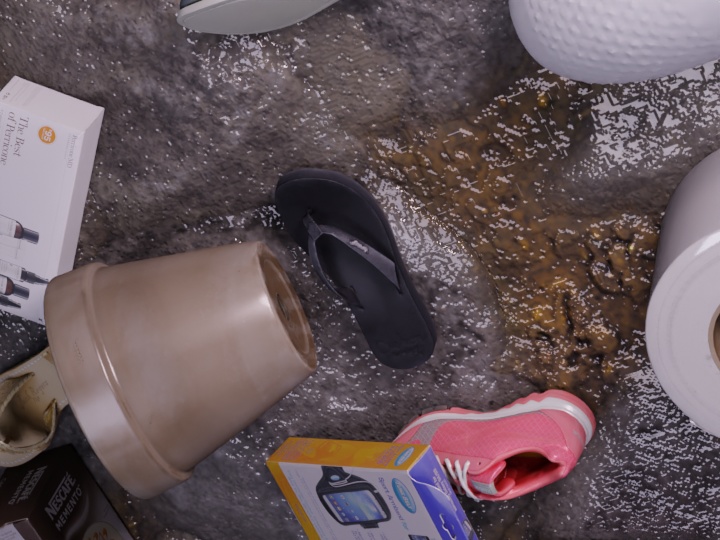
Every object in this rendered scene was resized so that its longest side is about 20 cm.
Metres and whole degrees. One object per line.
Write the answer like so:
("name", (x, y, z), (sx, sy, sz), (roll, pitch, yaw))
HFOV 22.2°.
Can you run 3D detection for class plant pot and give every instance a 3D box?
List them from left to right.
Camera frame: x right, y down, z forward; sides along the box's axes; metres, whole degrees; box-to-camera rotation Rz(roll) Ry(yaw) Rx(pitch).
("plant pot", (-0.137, 0.062, 1.498), (0.173, 0.200, 0.201), (-24, 113, 9))

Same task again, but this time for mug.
("mug", (0.187, -0.229, 1.258), (0.175, 0.147, 0.201), (-20, 83, 43))

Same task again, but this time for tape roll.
("tape roll", (0.317, 0.016, 1.363), (0.202, 0.139, 0.204), (6, 121, 10))

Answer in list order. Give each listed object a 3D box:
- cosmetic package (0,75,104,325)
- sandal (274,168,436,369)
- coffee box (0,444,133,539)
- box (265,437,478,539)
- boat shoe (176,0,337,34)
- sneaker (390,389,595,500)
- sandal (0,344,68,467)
("cosmetic package", (-0.275, -0.055, 1.530), (0.082, 0.051, 0.201), (18, 123, 2))
("sandal", (0.001, 0.000, 1.494), (0.076, 0.043, 0.200), (-25, 111, 26))
("coffee box", (-0.267, 0.280, 1.693), (0.079, 0.115, 0.201), (-19, 115, 25))
("box", (0.020, 0.203, 1.570), (0.199, 0.041, 0.119), (-3, 123, 44))
("boat shoe", (-0.053, -0.229, 1.373), (0.199, 0.073, 0.062), (-15, 73, 30))
("sneaker", (0.097, 0.158, 1.539), (0.199, 0.087, 0.074), (-18, 114, 24))
("sandal", (-0.300, 0.125, 1.622), (0.078, 0.070, 0.212), (46, 126, -5))
